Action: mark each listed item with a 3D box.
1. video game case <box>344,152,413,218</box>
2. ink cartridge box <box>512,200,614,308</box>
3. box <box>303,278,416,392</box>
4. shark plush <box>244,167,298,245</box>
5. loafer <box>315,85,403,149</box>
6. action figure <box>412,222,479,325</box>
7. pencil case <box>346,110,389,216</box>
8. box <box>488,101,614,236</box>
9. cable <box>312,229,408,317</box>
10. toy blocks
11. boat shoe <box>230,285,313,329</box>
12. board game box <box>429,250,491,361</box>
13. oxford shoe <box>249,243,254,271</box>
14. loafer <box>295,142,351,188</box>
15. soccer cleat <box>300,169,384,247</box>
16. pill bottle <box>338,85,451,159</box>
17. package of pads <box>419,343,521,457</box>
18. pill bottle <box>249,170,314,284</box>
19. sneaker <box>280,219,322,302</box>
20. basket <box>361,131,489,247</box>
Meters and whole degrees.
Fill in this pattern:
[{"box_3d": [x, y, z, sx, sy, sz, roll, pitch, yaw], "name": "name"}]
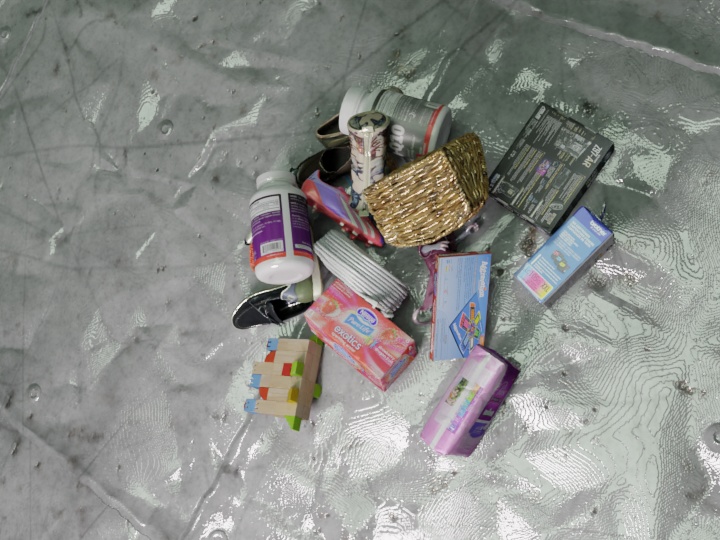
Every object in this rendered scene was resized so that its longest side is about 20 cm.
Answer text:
[{"box_3d": [0.067, -0.218, 1.563, 0.199, 0.018, 0.144, -33, 71, 13], "name": "video game case"}, {"box_3d": [0.368, -0.031, 1.341, 0.200, 0.136, 0.076, -45, 73, 9], "name": "ink cartridge box"}, {"box_3d": [0.001, 0.123, 1.469, 0.200, 0.095, 0.103, 39, 75, 21], "name": "box"}, {"box_3d": [-0.170, -0.110, 1.577, 0.091, 0.083, 0.201, -2, 75, 55], "name": "shark plush"}, {"box_3d": [-0.002, -0.315, 1.584, 0.199, 0.063, 0.072, -31, 69, 14], "name": "loafer"}, {"box_3d": [0.152, -0.016, 1.462, 0.149, 0.133, 0.201, -37, 68, 41], "name": "action figure"}, {"box_3d": [0.014, -0.202, 1.446, 0.077, 0.201, 0.090, -4, 42, -4], "name": "pencil case"}, {"box_3d": [0.346, -0.188, 1.429, 0.160, 0.043, 0.201, 36, 95, 24], "name": "box"}, {"box_3d": [0.000, 0.000, 1.452, 0.200, 0.200, 0.069, 40, 91, -1], "name": "cable"}, {"box_3d": [-0.159, 0.215, 1.544, 0.136, 0.100, 0.201, -1, 69, 31], "name": "toy blocks"}, {"box_3d": [-0.179, 0.078, 1.576, 0.199, 0.075, 0.062, -22, 39, 14], "name": "boat shoe"}, {"box_3d": [0.179, 0.064, 1.387, 0.102, 0.019, 0.201, -4, 110, -15], "name": "board game box"}, {"box_3d": [-0.190, -0.093, 1.630, 0.071, 0.073, 0.201, 14, 100, -14], "name": "oxford shoe"}, {"box_3d": [-0.068, -0.221, 1.572, 0.199, 0.071, 0.073, -20, 77, 34], "name": "loafer"}, {"box_3d": [-0.029, -0.120, 1.532, 0.199, 0.067, 0.077, 33, 79, -1], "name": "soccer cleat"}, {"box_3d": [0.067, -0.285, 1.490, 0.199, 0.114, 0.115, 18, 88, 15], "name": "pill bottle"}, {"box_3d": [0.198, 0.235, 1.371, 0.076, 0.120, 0.201, 33, 94, 29], "name": "package of pads"}, {"box_3d": [-0.151, -0.082, 1.459, 0.112, 0.112, 0.201, -14, 70, 19], "name": "pill bottle"}, {"box_3d": [-0.131, -0.020, 1.540, 0.089, 0.067, 0.201, -6, 54, -8], "name": "sneaker"}, {"box_3d": [0.133, -0.136, 1.374, 0.199, 0.149, 0.143, -23, 98, 38], "name": "basket"}]
